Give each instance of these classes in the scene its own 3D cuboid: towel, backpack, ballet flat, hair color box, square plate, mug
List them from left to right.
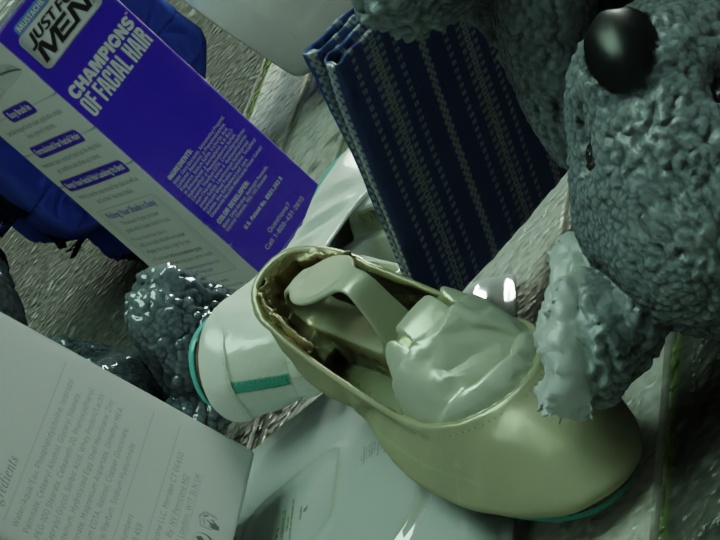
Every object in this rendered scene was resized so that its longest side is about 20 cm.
[{"bbox_3d":[-0.176,-0.085,1.351,0.163,0.168,0.200,-50,14,-13],"label":"backpack"},{"bbox_3d":[-0.110,-0.063,1.107,0.065,0.200,0.109,-56,20,-20],"label":"hair color box"},{"bbox_3d":[-0.018,0.103,0.849,0.198,0.028,0.200,-41,20,24],"label":"square plate"},{"bbox_3d":[-0.019,-0.196,1.320,0.149,0.186,0.154,37,96,39],"label":"mug"},{"bbox_3d":[0.000,0.000,0.946,0.069,0.070,0.200,-32,11,40],"label":"ballet flat"},{"bbox_3d":[0.021,0.031,0.776,0.070,0.069,0.200,-52,32,-10],"label":"ballet flat"},{"bbox_3d":[0.063,-0.095,0.859,0.024,0.145,0.200,22,60,38],"label":"towel"}]

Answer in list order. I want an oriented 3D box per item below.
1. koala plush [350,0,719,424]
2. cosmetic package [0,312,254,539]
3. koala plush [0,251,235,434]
[{"bbox_3d":[0.111,-0.056,0.716,0.177,0.184,0.201,-27,46,18],"label":"koala plush"},{"bbox_3d":[-0.180,0.121,0.847,0.200,0.199,0.123,-52,15,32],"label":"cosmetic package"},{"bbox_3d":[-0.181,0.054,0.999,0.177,0.200,0.184,-29,28,57],"label":"koala plush"}]
